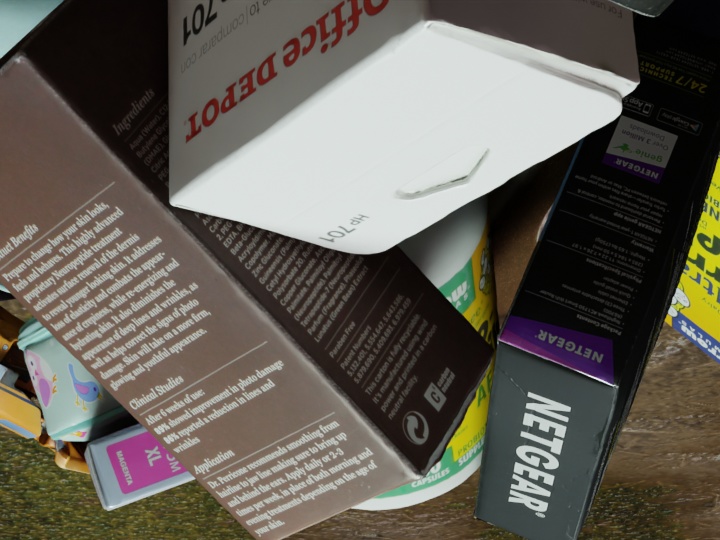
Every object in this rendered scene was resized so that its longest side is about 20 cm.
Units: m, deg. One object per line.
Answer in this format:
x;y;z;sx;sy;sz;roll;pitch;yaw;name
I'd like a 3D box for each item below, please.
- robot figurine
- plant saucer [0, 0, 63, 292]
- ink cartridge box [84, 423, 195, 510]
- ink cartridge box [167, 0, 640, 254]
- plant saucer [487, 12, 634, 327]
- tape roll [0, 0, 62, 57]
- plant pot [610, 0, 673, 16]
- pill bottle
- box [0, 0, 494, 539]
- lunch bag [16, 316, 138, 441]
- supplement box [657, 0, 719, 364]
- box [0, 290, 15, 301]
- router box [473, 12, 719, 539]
-0.200;0.054;1.086;0.145;0.058;0.200;33;177;41;robot figurine
-0.091;-0.070;0.784;0.200;0.027;0.200;-18;138;-17;plant saucer
-0.042;0.073;0.995;0.200;0.042;0.119;-17;176;-10;ink cartridge box
0.006;-0.127;0.638;0.086;0.200;0.146;15;151;-33;ink cartridge box
0.096;-0.040;0.933;0.200;0.032;0.200;-37;154;-21;plant saucer
-0.213;-0.088;0.747;0.202;0.037;0.203;-14;138;-13;tape roll
0.047;-0.212;0.462;0.200;0.200;0.177;17;141;-38;plant pot
0.000;0.000;0.803;0.112;0.113;0.200;-4;138;5;pill bottle
-0.059;-0.002;0.695;0.200;0.075;0.100;46;137;-14;box
-0.066;0.020;1.022;0.200;0.077;0.160;-18;173;-46;lunch bag
0.185;-0.049;0.889;0.110;0.109;0.200;-43;155;-15;supplement box
-0.206;-0.032;1.073;0.200;0.044;0.160;-8;158;16;box
0.097;0.013;0.787;0.051;0.149;0.200;20;156;10;router box
